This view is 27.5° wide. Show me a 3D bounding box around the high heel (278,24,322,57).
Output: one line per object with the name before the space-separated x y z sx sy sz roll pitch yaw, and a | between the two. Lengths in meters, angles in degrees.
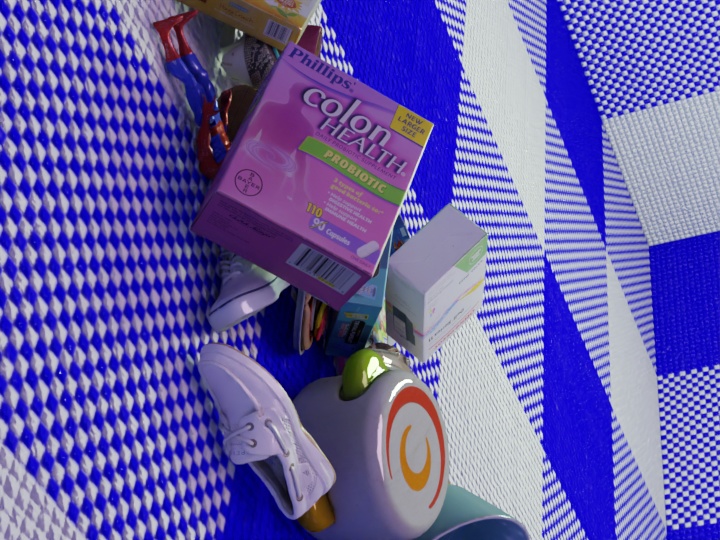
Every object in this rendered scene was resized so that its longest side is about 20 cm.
high heel | -0.058 -0.194 1.750 0.068 0.096 0.201 -77 148 -52

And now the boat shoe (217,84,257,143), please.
boat shoe | -0.093 -0.107 1.592 0.069 0.070 0.201 63 3 -67

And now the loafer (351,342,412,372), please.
loafer | 0.024 0.116 1.742 0.200 0.071 0.063 44 32 -66

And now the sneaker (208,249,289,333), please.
sneaker | -0.121 0.007 1.517 0.071 0.073 0.200 58 17 -6

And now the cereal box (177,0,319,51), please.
cereal box | -0.113 -0.323 1.639 0.200 0.143 0.040 -69 -176 -57

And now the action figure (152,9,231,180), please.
action figure | -0.160 -0.168 1.533 0.065 0.051 0.201 -53 130 -69

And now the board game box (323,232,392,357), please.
board game box | 0.000 0.000 1.689 0.200 0.047 0.152 112 -13 -69

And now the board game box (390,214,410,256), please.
board game box | 0.031 -0.063 1.888 0.200 0.034 0.136 -115 -179 -48

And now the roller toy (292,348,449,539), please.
roller toy | 0.001 0.206 1.605 0.182 0.139 0.201 44 46 -47

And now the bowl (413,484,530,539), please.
bowl | 0.091 0.333 1.744 0.105 0.200 0.201 50 -4 44

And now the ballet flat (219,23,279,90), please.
ballet flat | -0.120 -0.250 1.641 0.201 0.075 0.068 -98 174 -50

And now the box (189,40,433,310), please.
box | -0.047 -0.096 1.490 0.175 0.097 0.201 29 59 -10

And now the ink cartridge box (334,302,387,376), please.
ink cartridge box | -0.002 0.053 1.844 0.119 0.042 0.201 29 49 -65

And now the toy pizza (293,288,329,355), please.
toy pizza | -0.041 -0.003 1.650 0.200 0.031 0.202 10 90 -87

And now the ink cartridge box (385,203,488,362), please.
ink cartridge box | 0.090 0.028 1.759 0.117 0.067 0.200 -42 155 -22

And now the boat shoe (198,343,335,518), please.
boat shoe | -0.100 0.160 1.435 0.200 0.071 0.069 54 54 -21
